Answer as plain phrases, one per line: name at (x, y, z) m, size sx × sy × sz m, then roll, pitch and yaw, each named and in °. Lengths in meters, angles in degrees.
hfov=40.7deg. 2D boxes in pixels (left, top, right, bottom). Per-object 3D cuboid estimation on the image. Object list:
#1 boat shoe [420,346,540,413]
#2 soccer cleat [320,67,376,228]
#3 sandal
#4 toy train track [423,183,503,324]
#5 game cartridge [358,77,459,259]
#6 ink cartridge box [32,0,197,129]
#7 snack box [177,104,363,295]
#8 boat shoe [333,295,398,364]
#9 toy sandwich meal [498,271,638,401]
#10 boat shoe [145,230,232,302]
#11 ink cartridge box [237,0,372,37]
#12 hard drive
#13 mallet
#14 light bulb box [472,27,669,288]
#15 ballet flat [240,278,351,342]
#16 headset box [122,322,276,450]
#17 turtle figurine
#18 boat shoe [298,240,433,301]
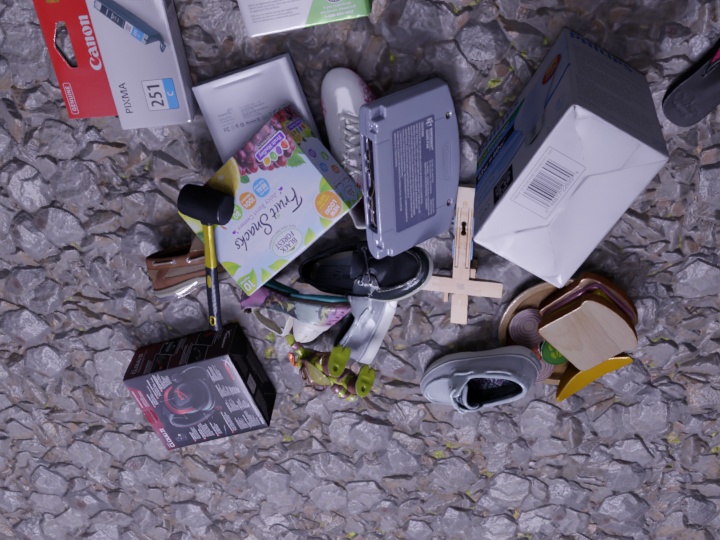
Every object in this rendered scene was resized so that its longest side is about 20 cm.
boat shoe at (0.156, 0.159, 1.356) m, size 0.199 × 0.072 × 0.071 m, roll -19°, pitch 114°, yaw 40°
soccer cleat at (-0.003, -0.144, 1.184) m, size 0.068 × 0.087 × 0.203 m, roll -8°, pitch 124°, yaw 13°
sandal at (0.426, -0.234, 1.096) m, size 0.074 × 0.045 × 0.201 m, roll 30°, pitch 123°, yaw -14°
toy train track at (0.137, -0.024, 1.290) m, size 0.112 × 0.033 × 0.203 m, roll 6°, pitch 120°, yaw 11°
game cartridge at (0.063, -0.124, 1.176) m, size 0.131 × 0.041 × 0.203 m, roll -22°, pitch 127°, yaw -25°
ink cartridge box at (-0.300, -0.268, 1.159) m, size 0.172 × 0.045 × 0.203 m, roll -4°, pitch 124°, yaw 8°
snack box at (-0.112, -0.082, 1.189) m, size 0.143 × 0.053 × 0.199 m, roll 48°, pitch 123°, yaw -5°
boat shoe at (0.008, 0.047, 1.328) m, size 0.070 × 0.071 × 0.203 m, roll 14°, pitch 128°, yaw -8°
toy sandwich meal at (0.286, 0.095, 1.329) m, size 0.201 × 0.071 × 0.208 m, roll 3°, pitch 125°, yaw 4°
boat shoe at (-0.200, -0.025, 1.299) m, size 0.197 × 0.076 × 0.073 m, roll -23°, pitch 106°, yaw 8°
ink cartridge box at (-0.074, -0.370, 1.035) m, size 0.143 × 0.085 × 0.203 m, roll -7°, pitch 124°, yaw 11°
hard drive at (-0.112, -0.154, 1.208) m, size 0.130 × 0.025 × 0.203 m, roll -13°, pitch 114°, yaw 18°
mallet at (-0.178, -0.011, 1.204) m, size 0.065 × 0.041 × 0.203 m, roll 8°, pitch 122°, yaw 25°
light bulb box at (0.229, -0.129, 1.098) m, size 0.123 × 0.201 × 0.199 m, roll 27°, pitch 124°, yaw -11°
ballet flat at (-0.089, 0.054, 1.293) m, size 0.198 × 0.068 × 0.073 m, roll 13°, pitch 95°, yaw 42°
headset box at (-0.246, 0.177, 1.445) m, size 0.197 × 0.076 × 0.150 m, roll -16°, pitch 122°, yaw 17°
turtle figurine at (-0.058, 0.127, 1.349) m, size 0.201 × 0.064 × 0.160 m, roll 54°, pitch 158°, yaw -19°
boat shoe at (0.000, -0.002, 1.251) m, size 0.197 × 0.076 × 0.066 m, roll 4°, pitch 175°, yaw 40°
